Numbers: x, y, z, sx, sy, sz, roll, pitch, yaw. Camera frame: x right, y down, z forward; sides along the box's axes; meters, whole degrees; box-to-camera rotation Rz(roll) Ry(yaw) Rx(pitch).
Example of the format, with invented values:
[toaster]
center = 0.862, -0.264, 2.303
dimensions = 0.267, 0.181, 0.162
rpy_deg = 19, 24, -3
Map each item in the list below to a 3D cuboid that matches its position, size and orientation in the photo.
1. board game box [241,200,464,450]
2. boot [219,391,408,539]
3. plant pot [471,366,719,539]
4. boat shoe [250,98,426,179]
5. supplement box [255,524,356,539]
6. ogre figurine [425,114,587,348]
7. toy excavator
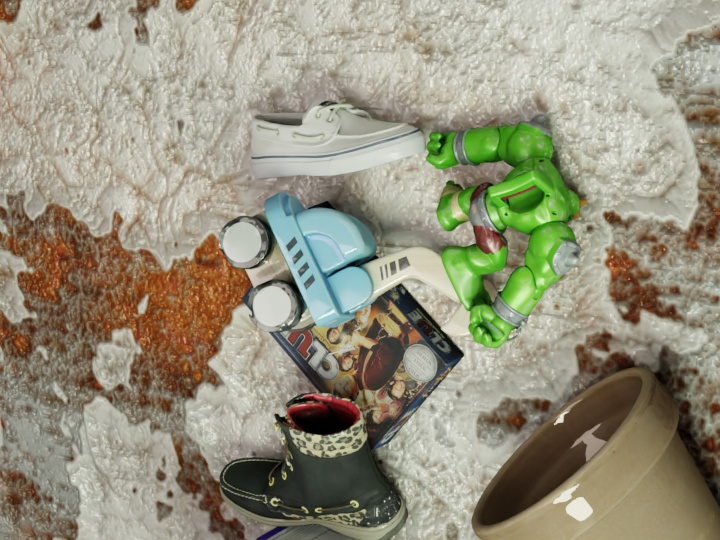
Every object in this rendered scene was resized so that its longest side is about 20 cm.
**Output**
[board game box]
center = -0.011, 0.053, 1.681
dimensions = 0.200, 0.035, 0.136
rpy_deg = 48, 125, 15
[boot]
center = -0.061, 0.176, 1.691
dimensions = 0.203, 0.074, 0.154
rpy_deg = 9, 137, 29
[plant pot]
center = 0.223, 0.208, 1.483
dimensions = 0.175, 0.200, 0.200
rpy_deg = 46, 126, -6
[boat shoe]
center = -0.030, -0.124, 1.619
dimensions = 0.199, 0.073, 0.067
rpy_deg = -5, 102, 38
[supplement box]
center = -0.001, 0.321, 1.709
dimensions = 0.199, 0.103, 0.102
rpy_deg = 17, 111, 29
[ogre figurine]
center = 0.125, -0.045, 1.512
dimensions = 0.120, 0.098, 0.201
rpy_deg = -27, 43, 32
[toy excavator]
center = 0.000, 0.000, 1.593
dimensions = 0.199, 0.100, 0.195
rpy_deg = -28, 82, 12
